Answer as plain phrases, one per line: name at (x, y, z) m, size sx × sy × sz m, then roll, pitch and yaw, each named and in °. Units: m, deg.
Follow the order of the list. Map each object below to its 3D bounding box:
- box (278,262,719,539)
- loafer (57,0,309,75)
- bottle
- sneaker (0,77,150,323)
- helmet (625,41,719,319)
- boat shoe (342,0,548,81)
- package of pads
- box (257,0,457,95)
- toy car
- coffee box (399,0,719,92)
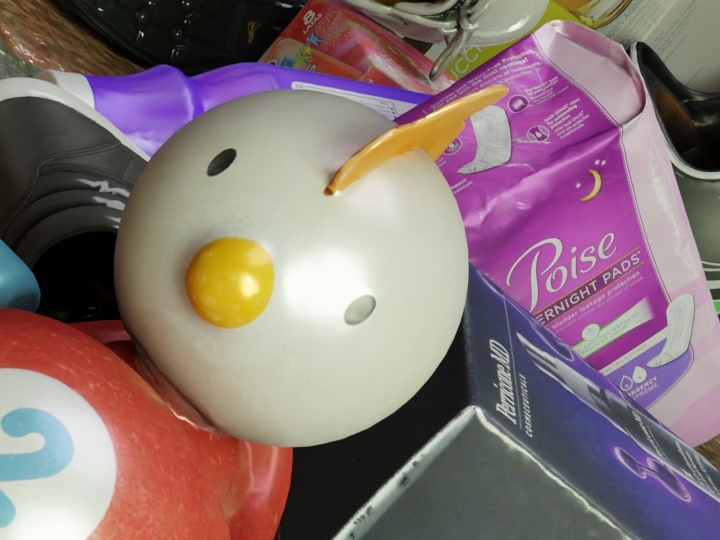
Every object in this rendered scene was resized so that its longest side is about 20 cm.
box at (0.075, 0.113, 0.883) m, size 0.200 × 0.104 × 0.148 m, roll 39°, pitch 15°, yaw -14°
loafer at (-0.088, -0.128, 1.240) m, size 0.070 × 0.068 × 0.200 m, roll 16°, pitch -1°, yaw 41°
bottle at (-0.039, -0.041, 1.005) m, size 0.199 × 0.084 × 0.065 m, roll 9°, pitch 41°, yaw -31°
sneaker at (-0.058, 0.014, 0.899) m, size 0.200 × 0.071 × 0.099 m, roll 31°, pitch 24°, yaw -32°
helmet at (0.189, -0.025, 1.395) m, size 0.190 × 0.201 × 0.200 m, roll 3°, pitch 14°, yaw 6°
boat shoe at (0.034, -0.134, 1.155) m, size 0.202 × 0.075 × 0.086 m, roll 22°, pitch 22°, yaw -49°
package of pads at (0.076, 0.010, 1.005) m, size 0.076 × 0.120 × 0.200 m, roll 49°, pitch -12°, yaw 45°
box at (0.036, -0.033, 1.211) m, size 0.200 × 0.095 × 0.103 m, roll 35°, pitch 15°, yaw -28°
toy car at (-0.040, 0.018, 0.656) m, size 0.184 × 0.200 × 0.177 m, roll 45°, pitch 15°, yaw 10°
coffee box at (0.123, -0.149, 1.562) m, size 0.198 × 0.200 × 0.200 m, roll 49°, pitch 17°, yaw 27°
